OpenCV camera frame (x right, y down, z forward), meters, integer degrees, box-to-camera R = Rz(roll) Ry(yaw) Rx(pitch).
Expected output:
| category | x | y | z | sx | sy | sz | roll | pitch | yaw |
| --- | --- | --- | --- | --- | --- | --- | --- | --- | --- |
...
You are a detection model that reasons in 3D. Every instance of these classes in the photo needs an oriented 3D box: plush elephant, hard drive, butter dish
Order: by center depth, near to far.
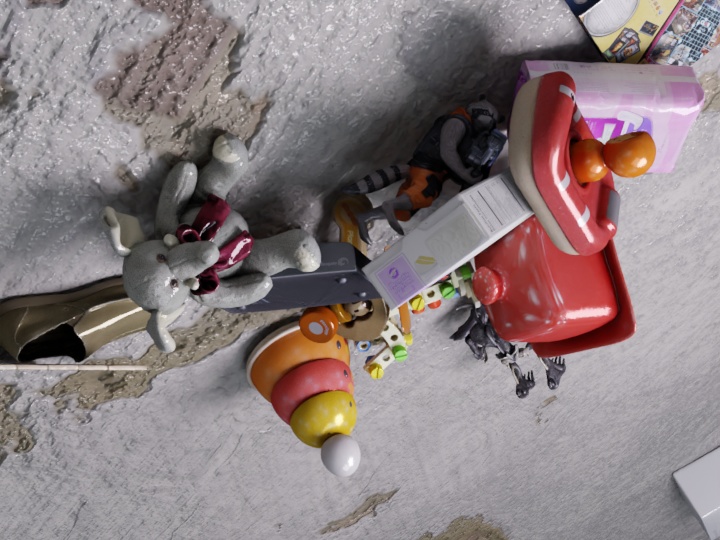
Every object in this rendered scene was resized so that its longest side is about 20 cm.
| category | x | y | z | sx | sy | sz | roll | pitch | yaw |
| --- | --- | --- | --- | --- | --- | --- | --- | --- | --- |
| plush elephant | -0.170 | -0.016 | 1.098 | 0.199 | 0.155 | 0.165 | -25 | 104 | 23 |
| hard drive | -0.079 | 0.010 | 1.227 | 0.198 | 0.043 | 0.135 | -7 | 164 | 19 |
| butter dish | 0.196 | 0.007 | 1.299 | 0.147 | 0.202 | 0.199 | -11 | 174 | -31 |

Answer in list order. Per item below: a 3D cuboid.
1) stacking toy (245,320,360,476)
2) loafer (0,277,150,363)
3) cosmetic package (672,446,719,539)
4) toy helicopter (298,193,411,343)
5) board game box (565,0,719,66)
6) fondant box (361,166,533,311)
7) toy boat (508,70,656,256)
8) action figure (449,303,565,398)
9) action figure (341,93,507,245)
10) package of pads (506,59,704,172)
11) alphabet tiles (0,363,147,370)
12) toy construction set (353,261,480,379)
| category | x | y | z | sx | sy | sz | roll | pitch | yaw |
| --- | --- | --- | --- | --- | --- | --- | --- | --- | --- |
| stacking toy | -0.049 | 0.174 | 1.399 | 0.145 | 0.201 | 0.147 | -18 | 145 | -13 |
| loafer | -0.295 | 0.061 | 1.202 | 0.199 | 0.068 | 0.076 | -12 | 144 | -21 |
| cosmetic package | 0.818 | 0.478 | 2.455 | 0.199 | 0.123 | 0.199 | -31 | 145 | 7 |
| toy helicopter | 0.000 | 0.000 | 1.295 | 0.131 | 0.079 | 0.201 | 11 | 126 | 16 |
| board game box | 0.320 | -0.278 | 1.218 | 0.135 | 0.035 | 0.200 | -37 | 144 | 13 |
| fondant box | 0.109 | -0.042 | 1.175 | 0.144 | 0.058 | 0.200 | -38 | 175 | 33 |
| toy boat | 0.235 | -0.114 | 1.127 | 0.130 | 0.131 | 0.200 | -11 | 135 | 32 |
| action figure | 0.200 | 0.089 | 1.558 | 0.118 | 0.102 | 0.200 | -31 | 120 | 19 |
| action figure | 0.083 | -0.118 | 1.183 | 0.193 | 0.105 | 0.200 | -44 | 175 | -16 |
| package of pads | 0.269 | -0.171 | 1.236 | 0.198 | 0.076 | 0.121 | 1 | 140 | -5 |
| alphabet tiles | -0.339 | 0.103 | 1.187 | 0.199 | 0.008 | 0.167 | 5 | 173 | -41 |
| toy construction set | 0.076 | 0.042 | 1.412 | 0.199 | 0.092 | 0.132 | -29 | 122 | -12 |
